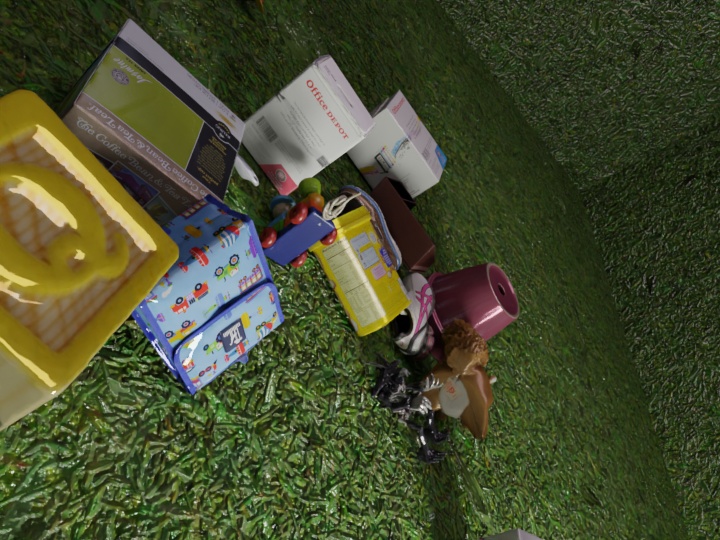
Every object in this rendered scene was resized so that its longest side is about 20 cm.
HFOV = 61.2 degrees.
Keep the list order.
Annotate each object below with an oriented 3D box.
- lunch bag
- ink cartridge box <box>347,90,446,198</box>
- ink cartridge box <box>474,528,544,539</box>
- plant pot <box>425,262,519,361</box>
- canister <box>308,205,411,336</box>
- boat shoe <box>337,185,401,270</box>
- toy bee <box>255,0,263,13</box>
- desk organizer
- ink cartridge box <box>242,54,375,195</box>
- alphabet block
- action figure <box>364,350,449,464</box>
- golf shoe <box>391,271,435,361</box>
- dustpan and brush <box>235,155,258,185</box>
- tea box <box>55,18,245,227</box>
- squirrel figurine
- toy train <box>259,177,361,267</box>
[{"bbox_3d":[-0.178,0.042,0.718,0.150,0.093,0.202,-41,138,-25],"label":"lunch bag"},{"bbox_3d":[0.078,-0.272,1.387,0.201,0.144,0.148,52,31,-15],"label":"ink cartridge box"},{"bbox_3d":[0.233,0.466,0.962,0.117,0.198,0.068,35,38,-36],"label":"ink cartridge box"},{"bbox_3d":[0.230,0.078,1.301,0.199,0.178,0.202,35,39,-35],"label":"plant pot"},{"bbox_3d":[0.000,0.000,1.101,0.148,0.086,0.202,-31,94,-55],"label":"canister"},{"bbox_3d":[0.015,-0.075,1.202,0.201,0.072,0.073,54,32,-12],"label":"boat shoe"},{"bbox_3d":[-0.216,-0.595,1.272,0.197,0.108,0.133,-3,74,-30],"label":"toy bee"},{"bbox_3d":[0.094,-0.098,1.288,0.071,0.077,0.201,6,45,-54],"label":"desk organizer"},{"bbox_3d":[-0.094,-0.248,1.051,0.146,0.198,0.085,53,31,-13],"label":"ink cartridge box"},{"bbox_3d":[-0.313,0.007,0.509,0.196,0.198,0.198,48,33,-20],"label":"alphabet block"},{"bbox_3d":[0.090,0.222,1.047,0.202,0.101,0.119,59,32,-10],"label":"action figure"},{"bbox_3d":[0.101,0.074,1.209,0.092,0.072,0.202,38,37,-34],"label":"golf shoe"},{"bbox_3d":[-0.232,-0.205,0.938,0.201,0.057,0.140,57,23,-17],"label":"dustpan and brush"},{"bbox_3d":[-0.274,-0.161,0.772,0.199,0.133,0.199,40,35,-31],"label":"tea box"},{"bbox_3d":[0.206,0.198,1.168,0.186,0.139,0.204,1,97,-64],"label":"squirrel figurine"},{"bbox_3d":[-0.074,-0.104,0.969,0.084,0.199,0.117,33,35,-37],"label":"toy train"}]
